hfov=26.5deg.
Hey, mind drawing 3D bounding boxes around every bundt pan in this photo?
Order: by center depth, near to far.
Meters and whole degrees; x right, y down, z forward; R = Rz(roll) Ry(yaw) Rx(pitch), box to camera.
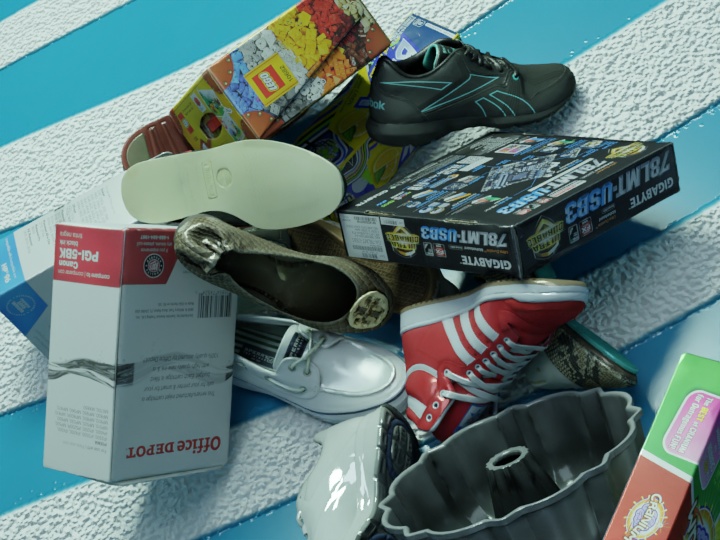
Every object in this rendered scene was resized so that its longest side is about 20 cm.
[{"bbox_3d":[0.119,0.164,1.088,0.202,0.076,0.202,-25,12,6],"label":"bundt pan"}]

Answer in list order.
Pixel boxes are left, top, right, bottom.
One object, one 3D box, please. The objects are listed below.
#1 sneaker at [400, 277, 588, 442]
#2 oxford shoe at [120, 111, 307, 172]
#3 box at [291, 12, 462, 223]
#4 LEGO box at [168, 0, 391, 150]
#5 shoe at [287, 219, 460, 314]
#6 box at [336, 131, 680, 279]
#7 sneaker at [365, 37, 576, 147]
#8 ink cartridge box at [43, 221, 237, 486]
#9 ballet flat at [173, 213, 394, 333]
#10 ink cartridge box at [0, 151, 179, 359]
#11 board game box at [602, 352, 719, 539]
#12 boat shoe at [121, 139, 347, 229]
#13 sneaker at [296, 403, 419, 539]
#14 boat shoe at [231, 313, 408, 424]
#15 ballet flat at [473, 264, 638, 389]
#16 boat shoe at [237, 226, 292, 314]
[{"bbox_3d":[0.101,0.071,1.171,0.200,0.071,0.113,-19,66,54],"label":"sneaker"},{"bbox_3d":[-0.143,-0.140,1.487,0.200,0.075,0.071,-22,90,-14],"label":"oxford shoe"},{"bbox_3d":[0.017,-0.138,1.407,0.064,0.070,0.200,30,73,36],"label":"box"},{"bbox_3d":[-0.077,-0.170,1.364,0.149,0.077,0.200,-38,6,-16],"label":"LEGO box"},{"bbox_3d":[0.000,0.000,1.333,0.200,0.053,0.070,19,100,39],"label":"shoe"},{"bbox_3d":[0.117,-0.057,1.227,0.200,0.050,0.198,-28,25,-37],"label":"box"},{"bbox_3d":[0.100,-0.163,1.342,0.200,0.079,0.075,-14,25,-19],"label":"sneaker"},{"bbox_3d":[-0.177,0.063,1.246,0.083,0.147,0.201,6,93,34],"label":"ink cartridge box"},{"bbox_3d":[-0.057,0.008,1.222,0.067,0.200,0.046,-61,26,12],"label":"ballet flat"},{"bbox_3d":[-0.230,-0.011,1.400,0.200,0.116,0.068,-29,50,5],"label":"ink cartridge box"},{"bbox_3d":[0.212,0.180,1.029,0.040,0.153,0.200,14,64,30],"label":"board game box"},{"bbox_3d":[-0.099,-0.072,1.277,0.201,0.063,0.074,-1,97,25],"label":"boat shoe"},{"bbox_3d":[-0.009,0.200,1.184,0.087,0.075,0.200,-15,44,30],"label":"sneaker"},{"bbox_3d":[-0.050,0.079,1.282,0.200,0.067,0.074,5,59,28],"label":"boat shoe"},{"bbox_3d":[0.148,0.048,1.222,0.075,0.068,0.200,-49,42,14],"label":"ballet flat"},{"bbox_3d":[-0.143,0.021,1.360,0.201,0.072,0.060,-30,38,20],"label":"boat shoe"}]
